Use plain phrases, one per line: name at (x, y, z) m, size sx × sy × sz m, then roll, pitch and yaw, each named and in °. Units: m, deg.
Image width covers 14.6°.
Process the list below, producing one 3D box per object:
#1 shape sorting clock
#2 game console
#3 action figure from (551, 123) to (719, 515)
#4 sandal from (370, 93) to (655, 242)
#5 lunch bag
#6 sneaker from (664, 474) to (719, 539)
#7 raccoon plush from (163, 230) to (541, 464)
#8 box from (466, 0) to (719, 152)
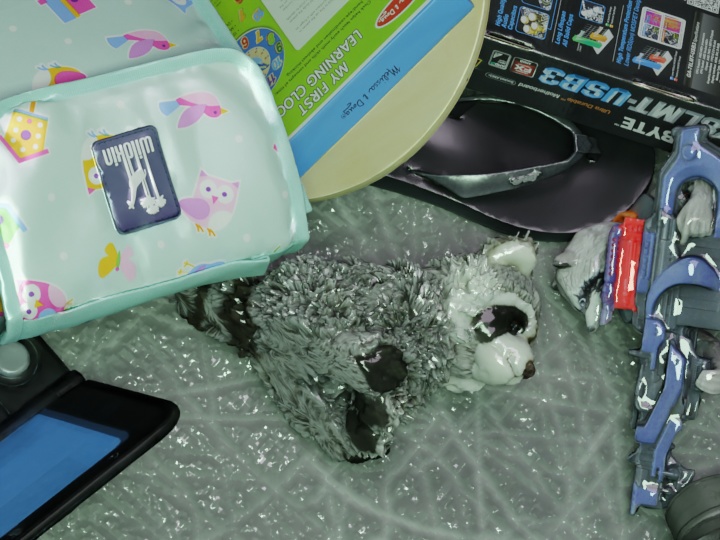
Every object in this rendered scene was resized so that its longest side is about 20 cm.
shape sorting clock at (-0.022, -0.132, 1.432) m, size 0.199 × 0.039 × 0.201 m, roll -10°, pitch 71°, yaw 30°
game console at (-0.216, 0.078, 1.311) m, size 0.200 × 0.116 × 0.176 m, roll -38°, pitch 80°, yaw -24°
action figure at (0.189, 0.031, 1.456) m, size 0.192 × 0.105 × 0.201 m, roll 15°, pitch 95°, yaw 0°
sandal at (0.061, -0.063, 1.473) m, size 0.199 × 0.043 × 0.076 m, roll 9°, pitch 66°, yaw -9°
lunch bag at (-0.137, -0.064, 1.360) m, size 0.170 × 0.122 × 0.200 m, roll -17°, pitch 57°, yaw -26°
sneaker at (0.228, 0.148, 1.398) m, size 0.199 × 0.060 × 0.105 m, roll -8°, pitch 47°, yaw -12°
raccoon plush at (0.000, 0.000, 1.411) m, size 0.200 × 0.097 × 0.134 m, roll 44°, pitch 58°, yaw 7°
box at (0.127, -0.166, 1.507) m, size 0.197 × 0.050 × 0.201 m, roll 16°, pitch 51°, yaw -4°
